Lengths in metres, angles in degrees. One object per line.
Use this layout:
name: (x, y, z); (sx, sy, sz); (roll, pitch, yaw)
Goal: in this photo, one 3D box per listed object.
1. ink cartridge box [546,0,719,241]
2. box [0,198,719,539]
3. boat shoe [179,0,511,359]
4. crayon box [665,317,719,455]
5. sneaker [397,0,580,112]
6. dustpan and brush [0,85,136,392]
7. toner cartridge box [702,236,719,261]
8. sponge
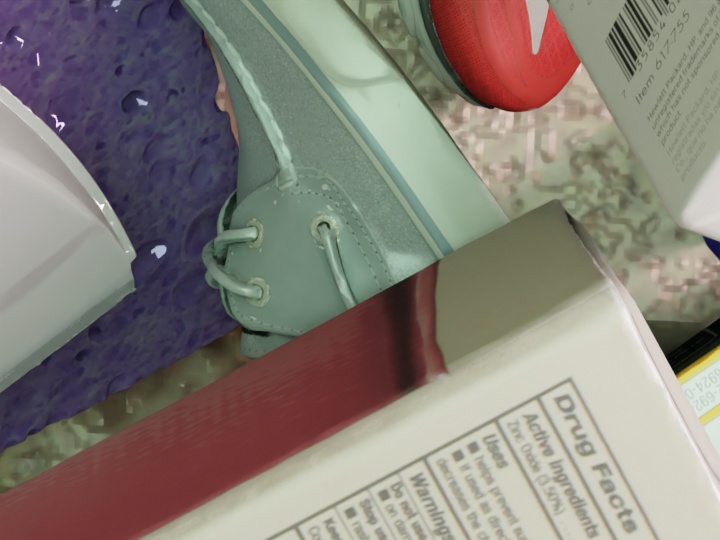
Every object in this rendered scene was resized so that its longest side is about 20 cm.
ink cartridge box: (0.090, -0.099, 0.632); (0.068, 0.200, 0.116); (18, 119, -27)
box: (-0.009, 0.091, 0.645); (0.200, 0.109, 0.128); (-28, 101, 3)
boat shoe: (0.000, 0.000, 0.715); (0.071, 0.070, 0.201); (-34, 93, 0)
crayon box: (0.115, 0.121, 0.774); (0.126, 0.052, 0.200); (-35, 90, 2)
sneaker: (0.074, -0.127, 0.733); (0.085, 0.077, 0.200); (34, 106, 43)
dustpan and brush: (-0.157, -0.029, 0.640); (0.140, 0.200, 0.057); (-37, 46, 3)
toner cartridge box: (0.136, -0.018, 0.693); (0.095, 0.200, 0.043); (-29, 108, 2)
sponge: (-0.093, -0.056, 0.720); (0.112, 0.030, 0.200); (-28, 120, -24)
